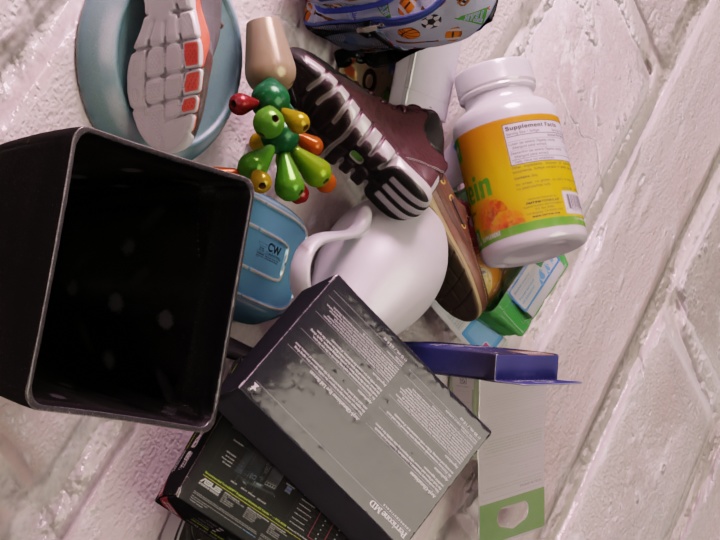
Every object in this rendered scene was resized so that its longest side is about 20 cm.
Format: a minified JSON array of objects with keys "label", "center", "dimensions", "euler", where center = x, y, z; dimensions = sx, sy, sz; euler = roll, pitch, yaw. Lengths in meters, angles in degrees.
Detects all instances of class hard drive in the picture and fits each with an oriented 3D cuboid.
[{"label":"hard drive","center":[0.076,-0.257,1.776],"dimensions":[0.132,0.026,0.200],"euler":[7,94,-70]}]

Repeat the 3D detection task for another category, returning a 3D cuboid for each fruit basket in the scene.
[{"label":"fruit basket","center":[0.130,-0.029,1.871],"dimensions":[0.185,0.094,0.200],"euler":[-54,125,-22]}]

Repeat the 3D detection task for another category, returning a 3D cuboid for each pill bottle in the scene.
[{"label":"pill bottle","center":[0.157,-0.112,1.803],"dimensions":[0.111,0.111,0.200],"euler":[4,70,-53]}]

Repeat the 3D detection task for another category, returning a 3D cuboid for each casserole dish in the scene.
[{"label":"casserole dish","center":[-0.110,-0.021,1.599],"dimensions":[0.200,0.039,0.121],"euler":[29,72,-52]}]

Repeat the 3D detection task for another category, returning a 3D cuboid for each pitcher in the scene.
[{"label":"pitcher","center":[0.000,0.000,1.667],"dimensions":[0.200,0.121,0.172],"euler":[-55,145,-38]}]

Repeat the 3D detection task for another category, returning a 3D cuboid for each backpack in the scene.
[{"label":"backpack","center":[0.042,-0.296,1.632],"dimensions":[0.154,0.190,0.200],"euler":[16,81,-56]}]

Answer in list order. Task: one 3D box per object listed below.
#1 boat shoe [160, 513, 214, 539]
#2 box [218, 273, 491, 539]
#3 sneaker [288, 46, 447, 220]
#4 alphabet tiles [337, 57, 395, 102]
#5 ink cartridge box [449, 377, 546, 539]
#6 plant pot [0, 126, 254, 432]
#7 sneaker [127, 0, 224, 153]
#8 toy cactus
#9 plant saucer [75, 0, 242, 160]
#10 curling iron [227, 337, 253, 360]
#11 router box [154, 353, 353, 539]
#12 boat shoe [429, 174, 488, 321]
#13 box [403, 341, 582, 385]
[{"label":"boat shoe","center":[-0.128,0.227,1.586],"dimensions":[0.071,0.064,0.200],"euler":[34,68,-50]},{"label":"box","center":[-0.008,0.126,1.518],"dimensions":[0.200,0.079,0.141],"euler":[46,60,-10]},{"label":"sneaker","center":[0.006,-0.147,1.671],"dimensions":[0.200,0.076,0.116],"euler":[48,43,-7]},{"label":"alphabet tiles","center":[0.030,-0.195,1.788],"dimensions":[0.166,0.006,0.200],"euler":[30,71,-51]},{"label":"ink cartridge box","center":[0.156,0.200,1.976],"dimensions":[0.145,0.048,0.200],"euler":[-6,100,-53]},{"label":"plant pot","center":[-0.224,0.005,1.333],"dimensions":[0.200,0.177,0.200],"euler":[16,82,-54]},{"label":"sneaker","center":[-0.139,-0.197,1.464],"dimensions":[0.082,0.077,0.200],"euler":[-2,97,-59]},{"label":"toy cactus","center":[-0.082,-0.138,1.554],"dimensions":[0.200,0.102,0.165],"euler":[23,57,-74]},{"label":"plant saucer","center":[-0.164,-0.185,1.514],"dimensions":[0.200,0.027,0.200],"euler":[-12,105,-52]},{"label":"curling iron","center":[-0.141,0.068,1.574],"dimensions":[0.200,0.026,0.050],"euler":[22,40,-56]},{"label":"router box","center":[-0.061,0.190,1.557],"dimensions":[0.200,0.062,0.150],"euler":[36,66,-15]},{"label":"boat shoe","center":[0.084,-0.045,1.782],"dimensions":[0.068,0.072,0.200],"euler":[-36,106,-36]},{"label":"box","center":[0.113,0.092,1.776],"dimensions":[0.121,0.200,0.032],"euler":[4,91,-54]}]
